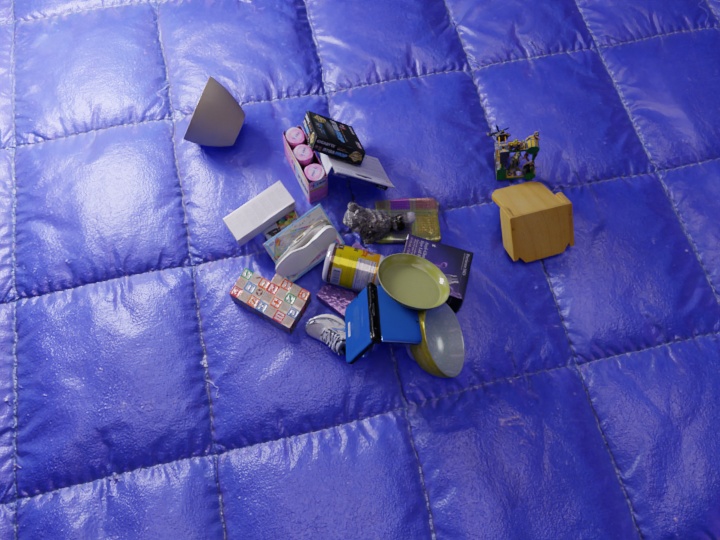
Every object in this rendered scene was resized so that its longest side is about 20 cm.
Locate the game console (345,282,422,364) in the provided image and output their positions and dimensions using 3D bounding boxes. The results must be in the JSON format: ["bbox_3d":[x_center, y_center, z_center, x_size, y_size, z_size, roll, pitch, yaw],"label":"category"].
[{"bbox_3d":[0.053,0.140,1.545,0.117,0.171,0.203,30,33,-24],"label":"game console"}]

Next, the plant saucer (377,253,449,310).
[{"bbox_3d":[0.134,0.034,1.561,0.194,0.032,0.203,10,41,-9],"label":"plant saucer"}]

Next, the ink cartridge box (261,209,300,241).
[{"bbox_3d":[-0.242,-0.144,1.764,0.118,0.042,0.202,-31,71,-15],"label":"ink cartridge box"}]

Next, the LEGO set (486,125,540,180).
[{"bbox_3d":[0.466,-0.367,1.820,0.149,0.200,0.119,-7,63,16],"label":"LEGO set"}]

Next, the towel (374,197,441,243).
[{"bbox_3d":[0.143,-0.146,1.791,0.194,0.023,0.148,-2,68,-3],"label":"towel"}]

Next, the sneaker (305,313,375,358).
[{"bbox_3d":[-0.056,0.178,1.598,0.195,0.079,0.086,15,28,5],"label":"sneaker"}]

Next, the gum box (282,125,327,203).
[{"bbox_3d":[-0.166,-0.319,1.798,0.065,0.114,0.203,-23,70,-12],"label":"gum box"}]

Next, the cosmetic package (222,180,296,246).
[{"bbox_3d":[-0.286,-0.162,1.720,0.198,0.051,0.083,-35,76,-12],"label":"cosmetic package"}]

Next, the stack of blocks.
[{"bbox_3d":[-0.246,0.072,1.661,0.196,0.059,0.117,28,68,9],"label":"stack of blocks"}]

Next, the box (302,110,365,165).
[{"bbox_3d":[-0.080,-0.388,1.764,0.155,0.047,0.202,14,30,-23],"label":"box"}]

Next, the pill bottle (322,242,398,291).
[{"bbox_3d":[0.000,0.000,1.644,0.195,0.110,0.112,15,67,1],"label":"pill bottle"}]

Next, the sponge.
[{"bbox_3d":[-0.026,0.028,1.706,0.110,0.030,0.202,33,69,10],"label":"sponge"}]

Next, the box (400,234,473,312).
[{"bbox_3d":[0.202,0.009,1.685,0.195,0.105,0.151,14,66,4],"label":"box"}]

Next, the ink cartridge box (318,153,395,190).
[{"bbox_3d":[-0.014,-0.289,1.747,0.195,0.041,0.202,12,30,-24],"label":"ink cartridge box"}]

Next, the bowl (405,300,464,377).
[{"bbox_3d":[0.182,0.189,1.594,0.106,0.198,0.206,-19,62,35],"label":"bowl"}]

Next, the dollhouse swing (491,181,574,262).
[{"bbox_3d":[0.501,-0.149,1.803,0.195,0.176,0.187,-14,110,-9],"label":"dollhouse swing"}]

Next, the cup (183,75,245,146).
[{"bbox_3d":[-0.429,-0.456,1.818,0.141,0.200,0.205,24,66,-18],"label":"cup"}]

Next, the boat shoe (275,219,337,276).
[{"bbox_3d":[-0.155,-0.062,1.659,0.200,0.072,0.061,-38,46,0],"label":"boat shoe"}]

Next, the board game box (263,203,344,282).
[{"bbox_3d":[-0.159,-0.075,1.709,0.198,0.034,0.136,-36,98,-15],"label":"board game box"}]

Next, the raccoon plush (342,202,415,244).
[{"bbox_3d":[0.045,-0.159,1.706,0.196,0.134,0.099,-26,63,10],"label":"raccoon plush"}]
